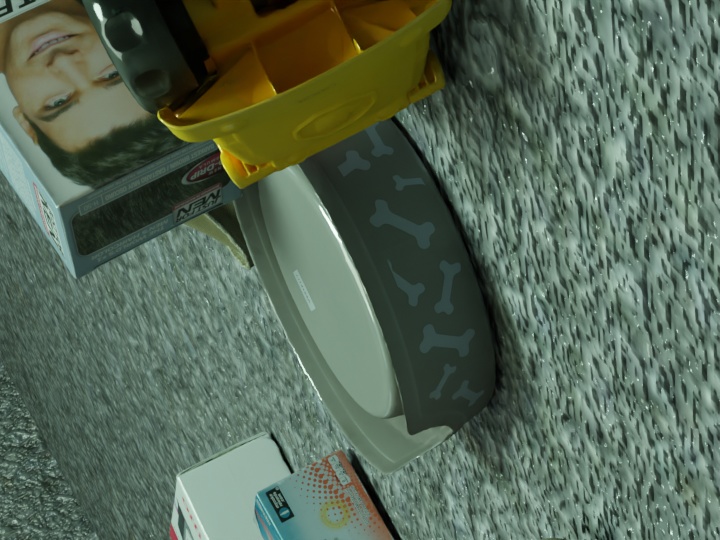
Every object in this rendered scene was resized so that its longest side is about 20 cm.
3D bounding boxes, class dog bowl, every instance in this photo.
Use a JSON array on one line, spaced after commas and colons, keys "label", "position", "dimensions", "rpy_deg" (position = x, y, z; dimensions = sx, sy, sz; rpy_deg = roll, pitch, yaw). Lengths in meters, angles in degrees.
[{"label": "dog bowl", "position": [0.000, 0.000, 1.007], "dimensions": [0.200, 0.058, 0.200], "rpy_deg": [58, 164, 28]}]

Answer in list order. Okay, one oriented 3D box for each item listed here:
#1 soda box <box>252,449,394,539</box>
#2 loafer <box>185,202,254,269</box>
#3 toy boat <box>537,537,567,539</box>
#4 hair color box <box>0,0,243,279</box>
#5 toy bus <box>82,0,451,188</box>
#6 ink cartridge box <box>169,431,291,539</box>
[{"label": "soda box", "position": [0.005, 0.222, 1.319], "dimensions": [0.200, 0.068, 0.064], "rpy_deg": [59, 164, 18]}, {"label": "loafer", "position": [-0.124, -0.065, 1.223], "dimensions": [0.200, 0.067, 0.076], "rpy_deg": [47, 178, -26]}, {"label": "toy boat", "position": [0.078, 0.219, 0.941], "dimensions": [0.131, 0.130, 0.200], "rpy_deg": [52, 161, 39]}, {"label": "hair color box", "position": [-0.154, -0.099, 1.054], "dimensions": [0.200, 0.099, 0.061], "rpy_deg": [51, 160, 32]}, {"label": "toy bus", "position": [-0.046, -0.139, 0.849], "dimensions": [0.201, 0.135, 0.192], "rpy_deg": [64, -179, 15]}, {"label": "ink cartridge box", "position": [-0.085, 0.231, 1.626], "dimensions": [0.148, 0.085, 0.200], "rpy_deg": [61, 166, 16]}]
